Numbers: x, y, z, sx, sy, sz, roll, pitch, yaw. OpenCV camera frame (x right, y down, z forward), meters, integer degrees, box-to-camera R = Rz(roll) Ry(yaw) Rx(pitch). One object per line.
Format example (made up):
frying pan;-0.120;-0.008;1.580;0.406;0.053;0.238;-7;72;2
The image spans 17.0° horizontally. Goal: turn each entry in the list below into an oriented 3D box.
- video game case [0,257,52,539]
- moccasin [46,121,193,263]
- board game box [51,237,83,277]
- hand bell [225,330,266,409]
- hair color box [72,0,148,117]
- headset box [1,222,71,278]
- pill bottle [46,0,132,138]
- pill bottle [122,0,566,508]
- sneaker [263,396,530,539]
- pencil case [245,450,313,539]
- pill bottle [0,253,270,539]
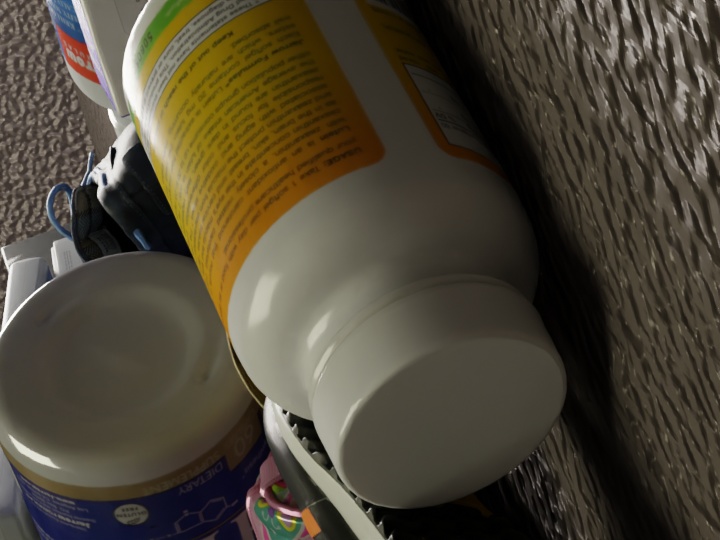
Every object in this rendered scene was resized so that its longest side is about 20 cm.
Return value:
video game case;-0.147;0.123;1.208;0.201;0.022;0.183;-95;-8;-54
moccasin;-0.110;-0.030;1.132;0.081;0.068;0.200;49;164;7
board game box;-0.114;0.094;1.263;0.127;0.034;0.201;-108;3;-52
hand bell;0.000;0.000;1.034;0.200;0.103;0.105;-85;-24;-80
hair color box;-0.083;-0.178;0.988;0.065;0.108;0.201;-127;19;-67
headset box;-0.096;0.048;1.391;0.093;0.173;0.201;-123;17;-59
pill bottle;-0.098;-0.145;1.160;0.113;0.111;0.201;-119;12;-47
pill bottle;-0.004;-0.018;0.841;0.112;0.110;0.201;79;168;-49
sneaker;0.009;0.108;0.846;0.200;0.069;0.091;51;132;53
pencil case;0.001;0.165;0.996;0.087;0.087;0.202;-126;29;-62
pill bottle;-0.085;0.100;1.075;0.201;0.119;0.120;76;170;-47
